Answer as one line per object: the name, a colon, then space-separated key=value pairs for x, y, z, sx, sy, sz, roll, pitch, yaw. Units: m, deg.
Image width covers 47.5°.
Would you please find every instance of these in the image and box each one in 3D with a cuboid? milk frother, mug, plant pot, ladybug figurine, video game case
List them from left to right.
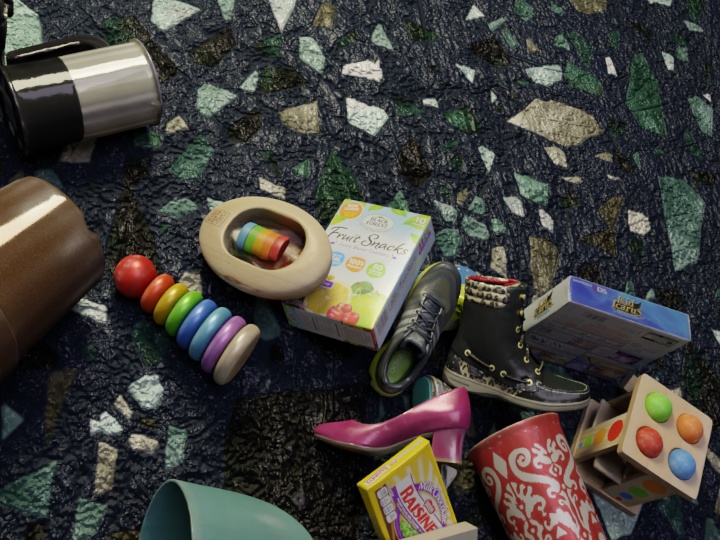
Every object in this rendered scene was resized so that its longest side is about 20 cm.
plant pot: x=-0.406 y=0.010 z=0.911 sx=0.200 sy=0.201 sz=0.198 roll=43 pitch=49 yaw=1
milk frother: x=-0.369 y=-0.272 z=1.045 sx=0.186 sy=0.200 sz=0.182 roll=-21 pitch=71 yaw=-30
plant pot: x=-0.138 y=0.333 z=0.865 sx=0.159 sy=0.200 sz=0.204 roll=14 pitch=61 yaw=-28
ladybug figurine: x=-0.124 y=-0.024 z=1.078 sx=0.198 sy=0.072 sz=0.137 roll=25 pitch=65 yaw=22
mug: x=0.254 y=0.302 z=1.060 sx=0.175 sy=0.134 sz=0.202 roll=-6 pitch=61 yaw=-30
video game case: x=0.334 y=0.088 z=1.179 sx=0.197 sy=0.181 sz=0.046 roll=18 pitch=59 yaw=-14

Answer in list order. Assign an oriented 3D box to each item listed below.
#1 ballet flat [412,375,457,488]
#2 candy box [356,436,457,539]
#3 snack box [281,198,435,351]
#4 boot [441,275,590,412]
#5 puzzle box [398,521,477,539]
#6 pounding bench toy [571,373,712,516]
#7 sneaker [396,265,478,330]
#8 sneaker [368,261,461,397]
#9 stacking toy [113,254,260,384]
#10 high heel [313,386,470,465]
ballet flat: x=0.099 y=0.241 z=1.079 sx=0.071 sy=0.072 sz=0.204 roll=15 pitch=63 yaw=-15
candy box: x=0.070 y=0.313 z=0.992 sx=0.102 sy=0.026 sz=0.203 roll=-32 pitch=113 yaw=-29
snack box: x=0.000 y=0.000 z=1.117 sx=0.140 sy=0.053 sz=0.201 roll=14 pitch=55 yaw=24
boot: x=0.218 y=0.098 z=1.097 sx=0.200 sy=0.073 sz=0.157 roll=11 pitch=102 yaw=11
puzzle box: x=0.056 y=0.380 z=0.957 sx=0.197 sy=0.025 sz=0.136 roll=-1 pitch=97 yaw=-36
pounding bench toy: x=0.407 y=0.216 z=1.164 sx=0.123 sy=0.156 sz=0.202 roll=32 pitch=58 yaw=-5
sneaker: x=0.111 y=0.033 z=1.190 sx=0.197 sy=0.077 sz=0.106 roll=19 pitch=31 yaw=-3
sneaker: x=0.081 y=0.081 z=1.090 sx=0.073 sy=0.081 sz=0.202 roll=27 pitch=86 yaw=-6
stacking toy: x=-0.227 y=0.054 z=1.027 sx=0.199 sy=0.086 sz=0.086 roll=35 pitch=58 yaw=4
high heel: x=0.040 y=0.187 z=1.042 sx=0.196 sy=0.067 sz=0.098 roll=3 pitch=72 yaw=16
